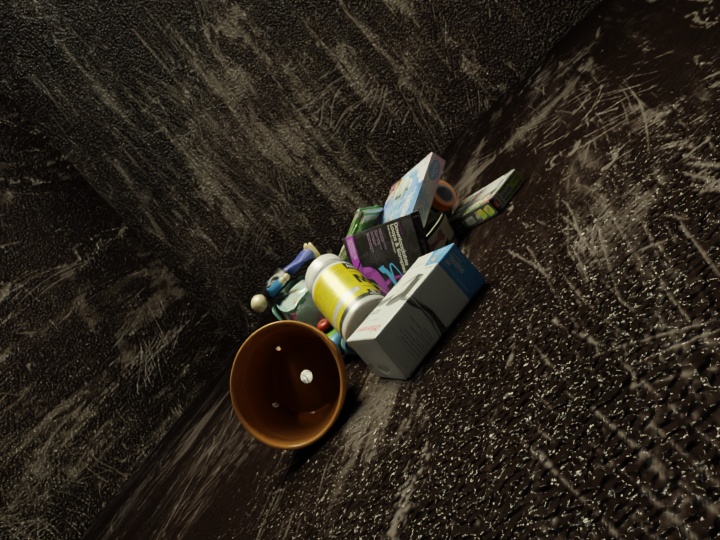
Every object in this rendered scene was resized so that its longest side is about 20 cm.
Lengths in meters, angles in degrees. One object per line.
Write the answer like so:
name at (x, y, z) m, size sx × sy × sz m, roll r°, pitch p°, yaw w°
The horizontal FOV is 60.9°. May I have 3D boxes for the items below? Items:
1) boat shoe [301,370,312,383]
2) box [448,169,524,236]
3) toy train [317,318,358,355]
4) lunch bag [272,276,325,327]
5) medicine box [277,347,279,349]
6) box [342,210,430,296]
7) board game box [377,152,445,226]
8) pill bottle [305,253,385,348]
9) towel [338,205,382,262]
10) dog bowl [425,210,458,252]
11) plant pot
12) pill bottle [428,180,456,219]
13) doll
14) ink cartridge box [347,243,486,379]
boat shoe at (-0.121, 0.243, 1.292) m, size 0.068 × 0.073 × 0.200 m, roll -17°, pitch -10°, yaw -25°
box at (0.259, -0.139, 1.330) m, size 0.110 × 0.035 × 0.199 m, roll -49°, pitch 8°, yaw -25°
toy train at (0.010, 0.101, 1.294) m, size 0.199 × 0.086 × 0.115 m, roll -40°, pitch 21°, yaw -23°
lunch bag at (-0.112, 0.111, 1.423) m, size 0.122 × 0.171 × 0.199 m, roll -45°, pitch 18°, yaw -14°
medicine box at (-0.241, 0.252, 1.723) m, size 0.182 × 0.103 × 0.201 m, roll -42°, pitch 7°, yaw 17°
box at (0.057, -0.021, 1.222) m, size 0.197 × 0.147 × 0.036 m, roll -18°, pitch 1°, yaw 43°
board game box at (0.098, -0.133, 1.364) m, size 0.198 × 0.043 × 0.205 m, roll -32°, pitch 34°, yaw 60°
pill bottle at (-0.027, 0.056, 1.207) m, size 0.114 × 0.115 × 0.200 m, roll -43°, pitch 43°, yaw -3°
towel at (-0.012, -0.052, 1.418) m, size 0.205 × 0.023 × 0.152 m, roll -67°, pitch -13°, yaw 16°
dog bowl at (0.129, -0.032, 1.323) m, size 0.200 × 0.074 × 0.200 m, roll -45°, pitch 7°, yaw 7°
plant pot at (-0.108, 0.188, 1.054) m, size 0.200 × 0.201 × 0.140 m, roll -43°, pitch -9°, yaw 6°
pill bottle at (0.152, -0.127, 1.468) m, size 0.107 × 0.106 × 0.201 m, roll -49°, pitch -1°, yaw -40°
doll at (-0.181, 0.017, 1.430) m, size 0.200 × 0.049 × 0.136 m, roll -45°, pitch 13°, yaw -15°
ink cartridge box at (0.086, 0.066, 0.976) m, size 0.200 × 0.084 × 0.145 m, roll -47°, pitch 8°, yaw -19°
